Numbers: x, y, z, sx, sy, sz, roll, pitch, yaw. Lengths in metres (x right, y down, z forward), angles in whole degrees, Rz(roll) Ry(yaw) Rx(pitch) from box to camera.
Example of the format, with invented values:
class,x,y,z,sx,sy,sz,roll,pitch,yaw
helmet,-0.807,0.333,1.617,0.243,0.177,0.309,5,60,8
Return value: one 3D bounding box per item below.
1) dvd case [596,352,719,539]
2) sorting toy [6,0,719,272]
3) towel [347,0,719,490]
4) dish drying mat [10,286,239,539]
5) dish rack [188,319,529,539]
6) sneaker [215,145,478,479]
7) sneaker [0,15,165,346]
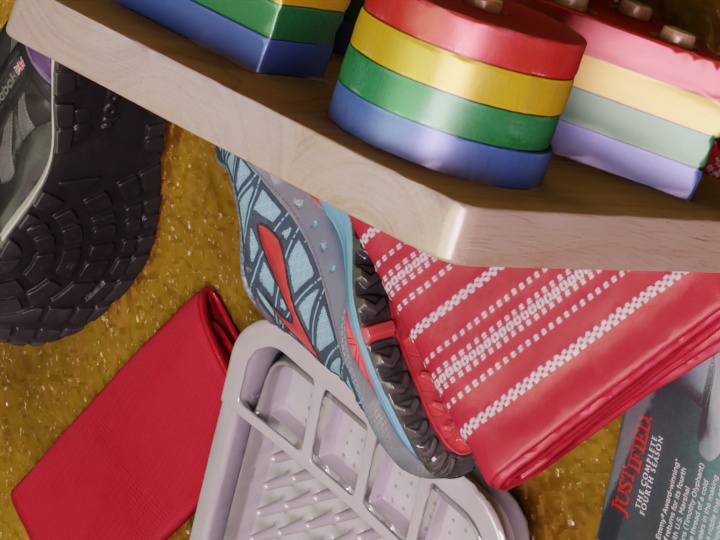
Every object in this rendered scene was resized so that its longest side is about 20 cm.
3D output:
class,x,y,z,sx,sy,sz,roll,pitch,yaw
dvd case,0.172,0.080,1.039,0.200,0.022,0.146,32,124,38
sorting toy,0.026,-0.069,0.968,0.199,0.200,0.070,28,106,35
towel,0.060,-0.037,1.080,0.145,0.022,0.200,-38,64,26
dish drying mat,-0.101,0.088,1.355,0.200,0.018,0.077,-46,66,46
dish rack,-0.001,0.132,1.235,0.172,0.044,0.200,39,128,34
sneaker,0.000,0.000,1.178,0.096,0.079,0.200,-49,55,49
sneaker,-0.132,-0.063,1.317,0.088,0.076,0.200,53,133,44
